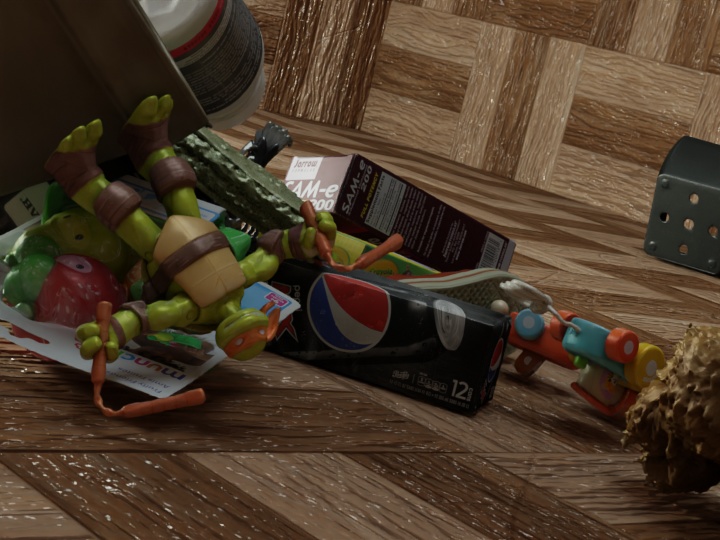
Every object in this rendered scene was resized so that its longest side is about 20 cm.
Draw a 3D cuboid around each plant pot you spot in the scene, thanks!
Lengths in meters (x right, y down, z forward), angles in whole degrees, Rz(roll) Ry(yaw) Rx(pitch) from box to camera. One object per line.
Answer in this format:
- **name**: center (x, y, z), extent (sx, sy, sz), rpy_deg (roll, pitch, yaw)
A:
- **plant pot**: center (0.563, -0.091, 2.520), extent (0.198, 0.202, 0.177), rpy_deg (19, 20, 29)
- **plant pot**: center (-0.212, -0.129, 0.917), extent (0.201, 0.172, 0.200), rpy_deg (59, 0, 0)

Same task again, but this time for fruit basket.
- **fruit basket**: center (-0.149, 0.007, 0.902), extent (0.183, 0.095, 0.200), rpy_deg (19, 14, 15)

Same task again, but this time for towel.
- **towel**: center (-0.102, -0.075, 1.089), extent (0.199, 0.037, 0.148), rpy_deg (35, 3, -10)

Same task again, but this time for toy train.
- **toy train**: center (0.149, 0.064, 1.119), extent (0.149, 0.056, 0.200), rpy_deg (24, -5, 13)

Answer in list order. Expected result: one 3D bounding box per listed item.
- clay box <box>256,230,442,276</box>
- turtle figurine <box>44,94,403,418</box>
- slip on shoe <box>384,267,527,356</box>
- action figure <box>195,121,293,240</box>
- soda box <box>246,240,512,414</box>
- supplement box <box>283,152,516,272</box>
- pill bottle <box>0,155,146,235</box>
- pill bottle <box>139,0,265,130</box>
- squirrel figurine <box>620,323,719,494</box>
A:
- **clay box**: center (0.000, 0.000, 1.265), extent (0.114, 0.048, 0.199), rpy_deg (21, -1, 39)
- **turtle figurine**: center (-0.087, -0.014, 0.835), extent (0.199, 0.162, 0.064), rpy_deg (-30, -12, -26)
- **slip on shoe**: center (0.065, 0.031, 1.211), extent (0.198, 0.075, 0.061), rpy_deg (0, 13, -44)
- **action figure**: center (-0.117, -0.077, 1.273), extent (0.118, 0.103, 0.200), rpy_deg (11, -23, 28)
- **soda box**: center (0.000, 0.036, 1.070), extent (0.198, 0.064, 0.071), rpy_deg (16, 8, 15)
- **supplement box**: center (0.032, -0.038, 1.406), extent (0.199, 0.062, 0.108), rpy_deg (27, -13, -31)
- **pill bottle**: center (-0.239, -0.099, 1.066), extent (0.201, 0.106, 0.106), rpy_deg (54, 5, -7)
- **pill bottle**: center (-0.141, -0.190, 1.261), extent (0.109, 0.112, 0.200), rpy_deg (17, -13, 17)
- **squirrel figurine**: center (0.261, 0.092, 0.920), extent (0.198, 0.143, 0.187), rpy_deg (19, 2, 11)
